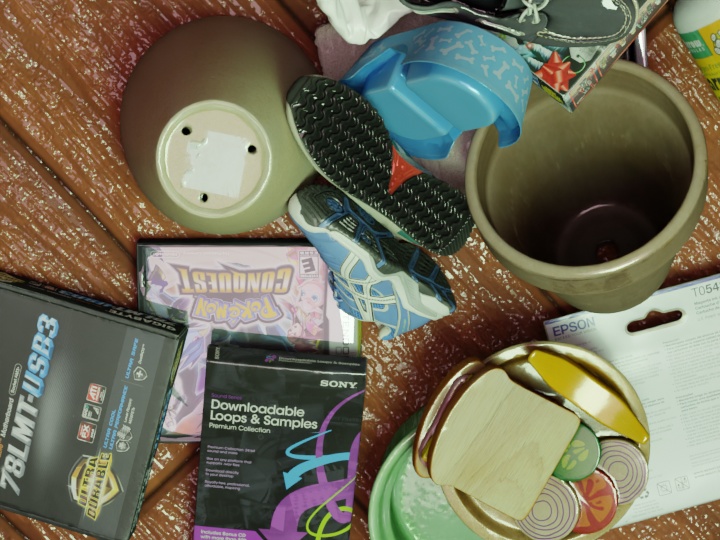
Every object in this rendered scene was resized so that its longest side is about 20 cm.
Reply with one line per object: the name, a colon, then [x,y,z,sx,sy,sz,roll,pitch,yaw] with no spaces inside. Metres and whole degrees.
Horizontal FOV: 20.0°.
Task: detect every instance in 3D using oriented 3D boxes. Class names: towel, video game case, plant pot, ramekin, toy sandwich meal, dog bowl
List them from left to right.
plant pot: [-0.114,-0.106,1.679,0.185,0.200,0.189,0,102,-2]
video game case: [-0.098,0.063,1.803,0.198,0.026,0.183,0,102,-1]
towel: [0.040,-0.125,1.740,0.131,0.034,0.202,-10,102,25]
dog bowl: [0.061,-0.145,1.625,0.111,0.199,0.050,37,69,-24]
ramekin: [0.104,0.204,1.799,0.198,0.098,0.202,0,102,-1]
toy sandwich meal: [0.149,0.150,1.702,0.203,0.070,0.207,0,101,-2]
plant pot: [0.197,-0.048,1.695,0.198,0.175,0.202,-6,62,12]

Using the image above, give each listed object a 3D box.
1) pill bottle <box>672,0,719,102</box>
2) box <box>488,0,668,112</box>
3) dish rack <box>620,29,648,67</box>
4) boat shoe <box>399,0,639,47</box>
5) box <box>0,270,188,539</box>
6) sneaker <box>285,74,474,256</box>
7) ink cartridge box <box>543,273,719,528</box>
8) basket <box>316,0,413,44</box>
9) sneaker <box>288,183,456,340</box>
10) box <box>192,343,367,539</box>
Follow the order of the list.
pill bottle: [0.333,-0.200,1.713,0.112,0.113,0.201,-32,101,5]
box: [0.183,-0.247,1.656,0.137,0.040,0.200,40,88,23]
dish rack: [0.156,-0.213,1.742,0.170,0.044,0.202,-6,102,-1]
boat shoe: [0.118,-0.205,1.575,0.198,0.063,0.073,12,118,-2]
box: [-0.271,0.118,1.786,0.197,0.050,0.202,17,102,1]
sneaker: [0.002,-0.085,1.674,0.199,0.093,0.071,39,79,-24]
ink cartridge box: [0.276,0.112,1.813,0.194,0.043,0.202,-14,99,1]
basket: [0.009,-0.331,1.625,0.199,0.161,0.199,-33,130,5]
sneaker: [0.000,0.000,1.723,0.077,0.076,0.200,-34,131,18]
box: [-0.072,0.165,1.796,0.141,0.036,0.202,4,114,-3]
